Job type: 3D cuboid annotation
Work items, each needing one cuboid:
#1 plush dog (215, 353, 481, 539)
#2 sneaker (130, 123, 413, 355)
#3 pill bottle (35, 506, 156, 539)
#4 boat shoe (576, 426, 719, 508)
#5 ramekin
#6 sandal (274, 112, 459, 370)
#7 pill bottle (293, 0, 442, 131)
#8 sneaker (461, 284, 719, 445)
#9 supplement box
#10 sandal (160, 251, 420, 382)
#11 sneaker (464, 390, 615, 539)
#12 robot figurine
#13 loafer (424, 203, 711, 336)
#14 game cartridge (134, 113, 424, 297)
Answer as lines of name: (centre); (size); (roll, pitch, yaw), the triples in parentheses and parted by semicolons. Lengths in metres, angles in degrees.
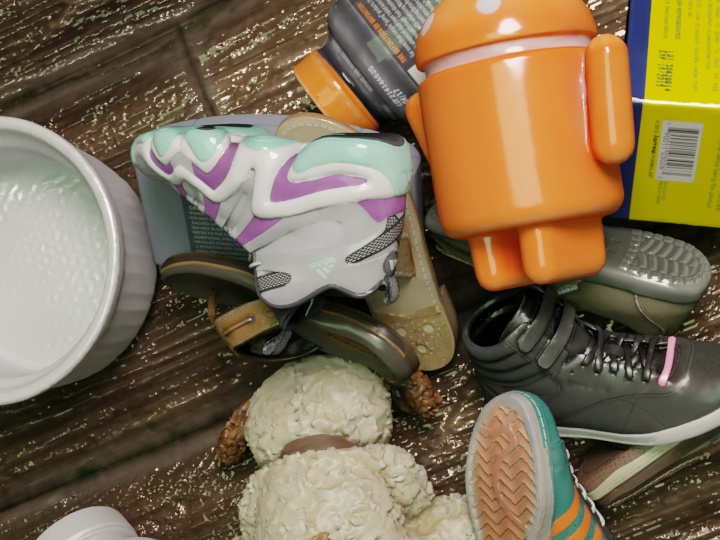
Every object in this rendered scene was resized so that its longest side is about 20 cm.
plush dog: (-0.026, 0.138, 0.847); (0.200, 0.160, 0.172); (-16, 61, 10)
sneaker: (-0.063, -0.018, 0.768); (0.200, 0.078, 0.140); (8, 102, 34)
pill bottle: (-0.147, 0.256, 0.844); (0.200, 0.112, 0.113); (41, 96, 35)
boat shoe: (0.240, 0.102, 0.823); (0.202, 0.075, 0.075); (-40, 95, 11)
ramekin: (-0.246, -0.005, 0.901); (0.200, 0.098, 0.201); (-1, 87, 15)
sandal: (0.005, -0.001, 0.816); (0.078, 0.070, 0.212); (-15, 122, 26)
pill bottle: (0.050, -0.173, 0.853); (0.200, 0.106, 0.106); (-38, 81, 7)
sneaker: (0.151, 0.055, 0.793); (0.200, 0.099, 0.071); (-7, 43, 36)
supplement box: (0.264, -0.099, 0.789); (0.200, 0.110, 0.109); (6, 52, 11)
sandal: (-0.056, 0.039, 0.836); (0.200, 0.082, 0.055); (23, 76, 18)
sneaker: (0.124, 0.166, 0.824); (0.071, 0.080, 0.200); (13, 116, 50)
robot figurine: (0.094, -0.090, 0.759); (0.116, 0.144, 0.200); (-9, 90, -4)
loafer: (0.133, 0.000, 0.843); (0.200, 0.075, 0.070); (20, 130, 25)
game cartridge: (-0.054, -0.044, 0.866); (0.200, 0.041, 0.133); (5, 133, 11)
